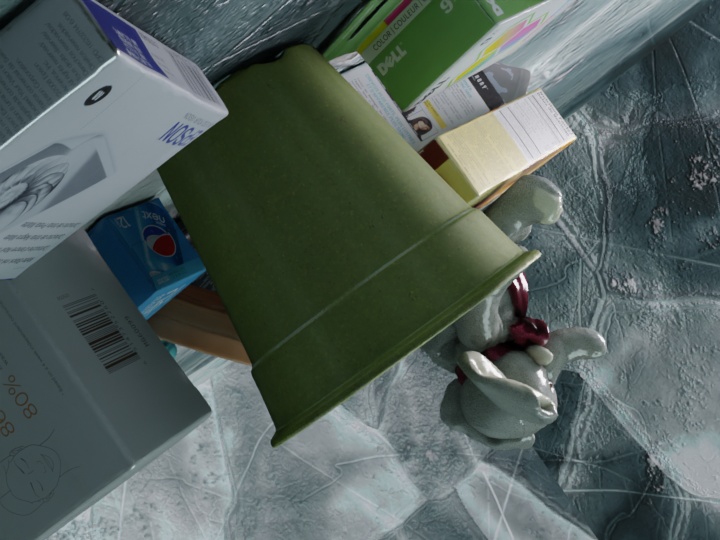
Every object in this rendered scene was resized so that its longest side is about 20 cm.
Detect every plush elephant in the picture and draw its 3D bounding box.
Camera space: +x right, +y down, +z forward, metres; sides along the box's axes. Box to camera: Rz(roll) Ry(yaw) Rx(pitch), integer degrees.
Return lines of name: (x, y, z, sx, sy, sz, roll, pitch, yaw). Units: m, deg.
plush elephant: (0.103, 0.050, 0.952, 0.200, 0.155, 0.165, -42, 178, -12)

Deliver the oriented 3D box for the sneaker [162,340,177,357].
sneaker: (-0.261, 0.101, 1.207, 0.200, 0.080, 0.078, -34, 177, -10)

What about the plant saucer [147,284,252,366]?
plant saucer: (-0.120, 0.039, 1.049, 0.200, 0.199, 0.032, 0, 107, -85)

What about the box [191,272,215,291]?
box: (-0.074, -0.032, 1.243, 0.161, 0.049, 0.200, -30, 172, -47)

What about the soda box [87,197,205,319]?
soda box: (-0.205, 0.033, 0.937, 0.200, 0.064, 0.068, -38, 176, 30)

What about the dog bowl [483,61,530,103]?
dog bowl: (0.090, -0.118, 1.260, 0.201, 0.058, 0.200, -62, -174, 12)

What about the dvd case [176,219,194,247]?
dvd case: (-0.105, -0.054, 1.151, 0.148, 0.016, 0.200, -35, 177, -8)

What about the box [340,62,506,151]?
box: (0.023, -0.117, 0.989, 0.200, 0.082, 0.049, -32, 177, -45)

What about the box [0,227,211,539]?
box: (-0.223, 0.093, 0.808, 0.200, 0.153, 0.106, -36, 178, 22)

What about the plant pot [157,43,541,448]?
plant pot: (-0.026, -0.027, 0.797, 0.200, 0.190, 0.200, -36, 176, -3)

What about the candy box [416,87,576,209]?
candy box: (0.073, -0.068, 0.980, 0.115, 0.055, 0.200, -37, 178, 33)

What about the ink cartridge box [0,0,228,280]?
ink cartridge box: (-0.164, -0.033, 0.573, 0.200, 0.041, 0.200, -36, 177, 6)

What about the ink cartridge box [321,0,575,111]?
ink cartridge box: (0.068, -0.169, 0.878, 0.200, 0.059, 0.104, -33, 176, -46)
